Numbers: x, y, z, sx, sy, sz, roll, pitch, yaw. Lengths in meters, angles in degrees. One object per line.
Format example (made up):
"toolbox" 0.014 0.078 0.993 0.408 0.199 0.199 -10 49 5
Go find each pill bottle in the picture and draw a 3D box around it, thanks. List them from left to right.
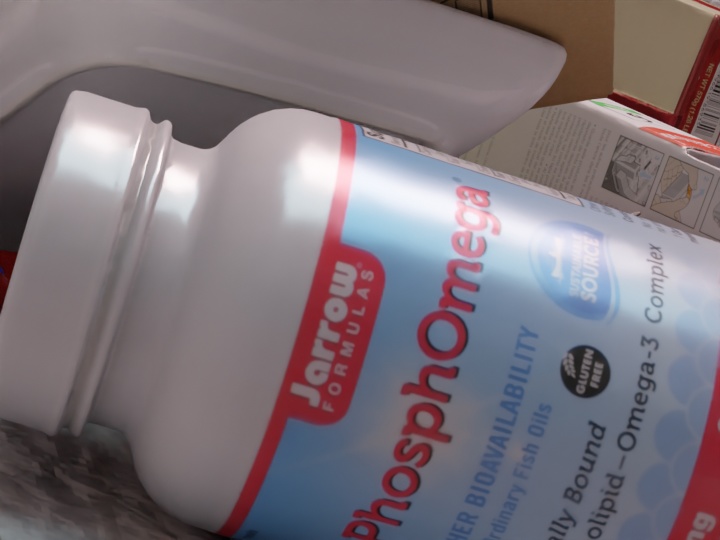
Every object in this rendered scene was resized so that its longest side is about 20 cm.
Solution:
"pill bottle" 0.010 0.024 0.488 0.198 0.110 0.109 17 11 -9

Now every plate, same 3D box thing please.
"plate" -0.066 -0.036 0.603 0.199 0.033 0.199 11 -28 -40

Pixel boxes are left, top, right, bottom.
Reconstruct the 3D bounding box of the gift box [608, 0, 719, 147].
"gift box" 0.134 -0.099 1.092 0.186 0.186 0.199 30 9 38

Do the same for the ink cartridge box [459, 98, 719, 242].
"ink cartridge box" 0.107 -0.008 0.796 0.050 0.110 0.199 8 16 -44

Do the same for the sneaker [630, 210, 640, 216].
"sneaker" 0.083 0.013 0.689 0.074 0.081 0.200 34 1 -31

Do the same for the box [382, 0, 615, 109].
"box" -0.021 -0.081 0.580 0.198 0.021 0.164 -9 -22 3

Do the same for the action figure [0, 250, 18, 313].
"action figure" -0.123 0.001 0.544 0.199 0.052 0.065 13 7 -36
